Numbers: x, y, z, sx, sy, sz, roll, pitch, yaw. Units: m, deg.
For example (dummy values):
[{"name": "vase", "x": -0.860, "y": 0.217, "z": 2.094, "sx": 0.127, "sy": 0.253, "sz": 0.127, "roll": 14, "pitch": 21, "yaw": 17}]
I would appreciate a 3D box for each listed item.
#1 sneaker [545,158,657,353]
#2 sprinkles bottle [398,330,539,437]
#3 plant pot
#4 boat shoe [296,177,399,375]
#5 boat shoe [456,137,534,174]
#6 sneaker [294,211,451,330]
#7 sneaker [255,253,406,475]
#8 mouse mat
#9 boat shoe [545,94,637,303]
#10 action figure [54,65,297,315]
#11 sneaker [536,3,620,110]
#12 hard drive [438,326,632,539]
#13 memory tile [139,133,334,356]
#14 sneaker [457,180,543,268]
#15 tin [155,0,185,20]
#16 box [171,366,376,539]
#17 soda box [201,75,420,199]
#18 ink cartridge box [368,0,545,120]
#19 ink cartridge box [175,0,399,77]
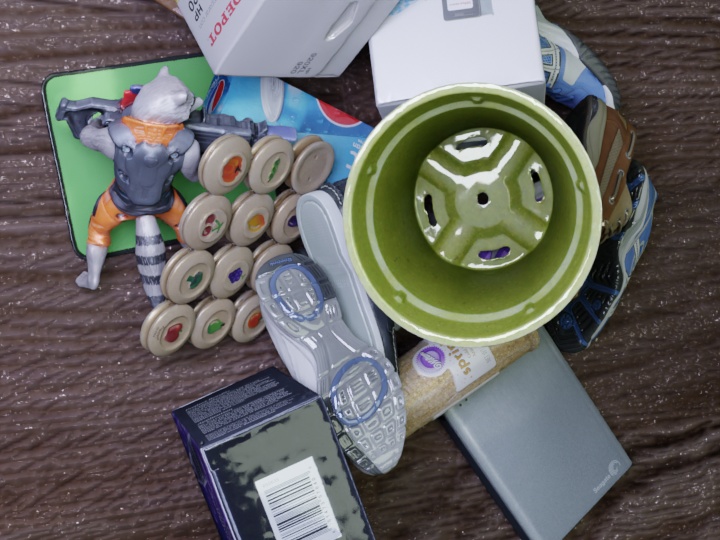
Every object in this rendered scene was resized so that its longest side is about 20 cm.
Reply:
[{"name": "sneaker", "x": 0.248, "y": -0.009, "z": 1.293, "sx": 0.077, "sy": 0.075, "sz": 0.202, "roll": 20, "pitch": 94, "yaw": -54}, {"name": "sprinkles bottle", "x": 0.068, "y": 0.096, "z": 1.188, "sx": 0.199, "sy": 0.068, "sz": 0.069, "roll": -33, "pitch": 102, "yaw": -14}, {"name": "plant pot", "x": 0.097, "y": -0.052, "z": 1.073, "sx": 0.197, "sy": 0.184, "sz": 0.203, "roll": 1, "pitch": 97, "yaw": 9}, {"name": "boat shoe", "x": 0.005, "y": 0.020, "z": 1.112, "sx": 0.060, "sy": 0.075, "sz": 0.202, "roll": -25, "pitch": 111, "yaw": -32}, {"name": "boat shoe", "x": 0.144, "y": -0.111, "z": 1.252, "sx": 0.197, "sy": 0.074, "sz": 0.063, "roll": -6, "pitch": 96, "yaw": -20}, {"name": "sneaker", "x": 0.000, "y": 0.000, "z": 1.179, "sx": 0.115, "sy": 0.075, "sz": 0.201, "roll": 41, "pitch": 73, "yaw": -16}, {"name": "sneaker", "x": -0.024, "y": 0.082, "z": 1.091, "sx": 0.074, "sy": 0.087, "sz": 0.201, "roll": -24, "pitch": 73, "yaw": -17}, {"name": "mouse mat", "x": -0.170, "y": -0.105, "z": 1.137, "sx": 0.198, "sy": 0.008, "sz": 0.163, "roll": -12, "pitch": 94, "yaw": -25}, {"name": "boat shoe", "x": 0.213, "y": -0.063, "z": 1.176, "sx": 0.073, "sy": 0.076, "sz": 0.202, "roll": 21, "pitch": 69, "yaw": -14}, {"name": "action figure", "x": -0.147, "y": -0.071, "z": 1.056, "sx": 0.197, "sy": 0.105, "sz": 0.195, "roll": -1, "pitch": 127, "yaw": -11}, {"name": "sneaker", "x": 0.167, "y": -0.203, "z": 1.261, "sx": 0.199, "sy": 0.076, "sz": 0.077, "roll": 38, "pitch": 80, "yaw": -9}, {"name": "hard drive", "x": 0.167, "y": 0.158, "z": 1.274, "sx": 0.139, "sy": 0.033, "sz": 0.201, "roll": -40, "pitch": 105, "yaw": -21}, {"name": "memory tile", "x": -0.100, "y": -0.021, "z": 1.084, "sx": 0.152, "sy": 0.017, "sz": 0.202, "roll": -5, "pitch": 123, "yaw": -52}, {"name": "sneaker", "x": 0.167, "y": -0.032, "z": 1.219, "sx": 0.199, "sy": 0.081, "sz": 0.084, "roll": -33, "pitch": 70, "yaw": -15}, {"name": "tin", "x": -0.115, "y": -0.243, "z": 1.116, "sx": 0.199, "sy": 0.042, "sz": 0.113, "roll": 33, "pitch": 37, "yaw": -13}, {"name": "box", "x": -0.073, "y": 0.175, "z": 1.063, "sx": 0.103, "sy": 0.200, "sz": 0.150, "roll": -22, "pitch": 97, "yaw": -13}, {"name": "soda box", "x": -0.044, "y": -0.112, "z": 1.160, "sx": 0.198, "sy": 0.064, "sz": 0.069, "roll": 25, "pitch": 78, "yaw": -24}, {"name": "ink cartridge box", "x": 0.079, "y": -0.231, "z": 1.138, "sx": 0.144, "sy": 0.147, "sz": 0.203, "roll": -7, "pitch": 82, "yaw": 6}, {"name": "ink cartridge box", "x": -0.072, "y": -0.277, "z": 1.039, "sx": 0.144, "sy": 0.147, "sz": 0.201, "roll": -8, "pitch": 61, "yaw": -43}]
